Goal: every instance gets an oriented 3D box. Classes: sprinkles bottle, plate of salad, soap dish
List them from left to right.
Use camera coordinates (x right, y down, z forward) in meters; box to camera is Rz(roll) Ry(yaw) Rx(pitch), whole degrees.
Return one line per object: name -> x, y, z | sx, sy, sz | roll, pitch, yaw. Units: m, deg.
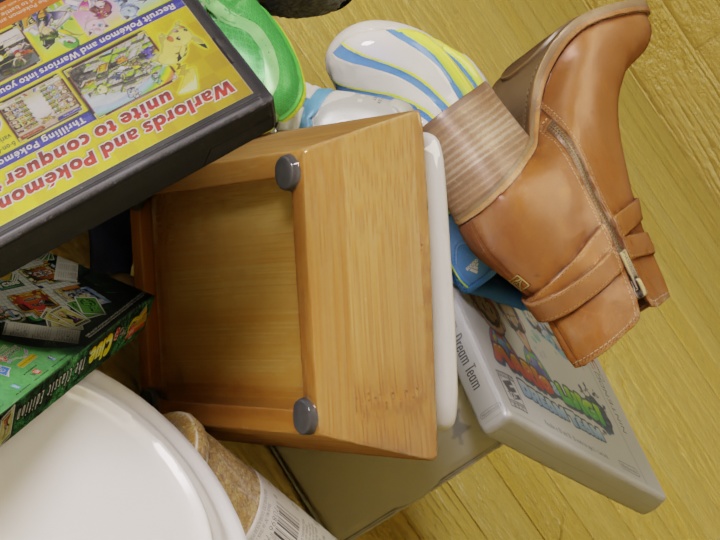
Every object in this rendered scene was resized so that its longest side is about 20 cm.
plate of salad -> -0.134, 0.112, 0.792 | 0.199, 0.048, 0.201 | 26, 35, -19
sprinkles bottle -> -0.043, 0.150, 0.941 | 0.200, 0.068, 0.069 | 45, 23, -34
soap dish -> -0.040, 0.010, 0.918 | 0.081, 0.199, 0.159 | -3, 90, -36

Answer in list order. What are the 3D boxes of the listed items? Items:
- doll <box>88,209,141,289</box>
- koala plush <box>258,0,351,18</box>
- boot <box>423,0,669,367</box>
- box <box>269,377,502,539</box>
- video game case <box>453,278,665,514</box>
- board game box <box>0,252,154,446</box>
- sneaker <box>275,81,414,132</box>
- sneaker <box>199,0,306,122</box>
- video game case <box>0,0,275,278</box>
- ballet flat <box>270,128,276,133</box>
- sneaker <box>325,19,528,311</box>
doll -> -0.112, -0.080, 1.019 | 0.136, 0.048, 0.202 | 12, 77, -53
koala plush -> -0.069, -0.199, 1.219 | 0.184, 0.199, 0.178 | 42, 25, -37
boot -> 0.127, -0.050, 1.031 | 0.200, 0.074, 0.155 | -37, 92, -34
box -> 0.032, 0.069, 1.164 | 0.109, 0.127, 0.200 | 56, 18, 2
video game case -> 0.098, 0.045, 1.129 | 0.200, 0.024, 0.183 | 30, 31, -50
board game box -> -0.170, 0.026, 0.807 | 0.104, 0.024, 0.200 | 24, 18, 7
sneaker -> 0.000, 0.000, 1.018 | 0.075, 0.086, 0.202 | -45, 136, -71
sneaker -> -0.104, -0.149, 0.944 | 0.201, 0.074, 0.084 | 53, 2, 6
video game case -> -0.165, -0.081, 0.778 | 0.181, 0.199, 0.026 | 52, -19, 26
ballet flat -> -0.058, -0.010, 1.073 | 0.067, 0.064, 0.202 | 19, 56, -13
sneaker -> 0.057, -0.053, 1.055 | 0.200, 0.076, 0.105 | 40, 28, -18
